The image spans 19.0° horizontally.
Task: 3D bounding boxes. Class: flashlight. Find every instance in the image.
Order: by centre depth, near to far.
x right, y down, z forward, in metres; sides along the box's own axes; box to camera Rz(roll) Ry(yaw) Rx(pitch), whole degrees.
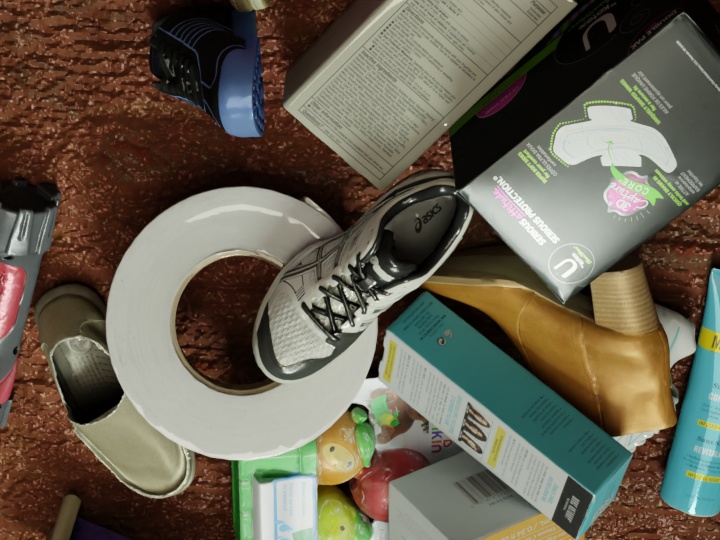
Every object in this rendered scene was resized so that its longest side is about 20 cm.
[{"bbox_3d":[-0.282,0.030,1.635,0.068,0.068,0.201,12,118,-10],"label":"flashlight"}]

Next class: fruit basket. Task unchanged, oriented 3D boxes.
[{"bbox_3d":[-0.003,0.169,1.693,0.199,0.094,0.186,-1,117,-3],"label":"fruit basket"}]

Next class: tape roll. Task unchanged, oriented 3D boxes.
[{"bbox_3d":[-0.088,0.037,1.593,0.202,0.071,0.203,0,90,-5],"label":"tape roll"}]

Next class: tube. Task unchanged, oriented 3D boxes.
[{"bbox_3d":[0.285,0.094,1.683,0.077,0.050,0.201,8,112,-12],"label":"tube"}]

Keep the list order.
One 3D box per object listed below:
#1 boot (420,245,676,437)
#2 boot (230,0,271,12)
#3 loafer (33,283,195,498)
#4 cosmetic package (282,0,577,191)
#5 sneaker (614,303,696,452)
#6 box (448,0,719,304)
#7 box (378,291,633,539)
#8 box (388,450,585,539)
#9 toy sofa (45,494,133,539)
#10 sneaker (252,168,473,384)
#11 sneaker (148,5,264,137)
[{"bbox_3d":[0.135,0.059,1.608,0.201,0.071,0.145,2,114,31],"label":"boot"},{"bbox_3d":[-0.163,-0.244,1.492,0.154,0.072,0.200,-26,109,12],"label":"boot"},{"bbox_3d":[-0.195,0.106,1.673,0.075,0.068,0.200,-26,114,13],"label":"loafer"},{"bbox_3d":[0.047,-0.165,1.531,0.103,0.073,0.200,41,110,-18],"label":"cosmetic package"},{"bbox_3d":[0.203,0.115,1.677,0.080,0.070,0.201,14,116,-10],"label":"sneaker"},{"bbox_3d":[0.175,-0.106,1.518,0.200,0.149,0.124,-38,113,17],"label":"box"},{"bbox_3d":[0.105,0.107,1.604,0.200,0.049,0.082,38,154,16],"label":"box"},{"bbox_3d":[0.098,0.248,1.691,0.124,0.097,0.201,-20,128,-26],"label":"box"},{"bbox_3d":[-0.160,0.256,1.729,0.199,0.083,0.098,25,133,-12],"label":"toy sofa"},{"bbox_3d":[0.000,0.000,1.522,0.076,0.088,0.200,44,87,-6],"label":"sneaker"},{"bbox_3d":[-0.107,-0.136,1.474,0.078,0.200,0.070,-4,109,-4],"label":"sneaker"}]
